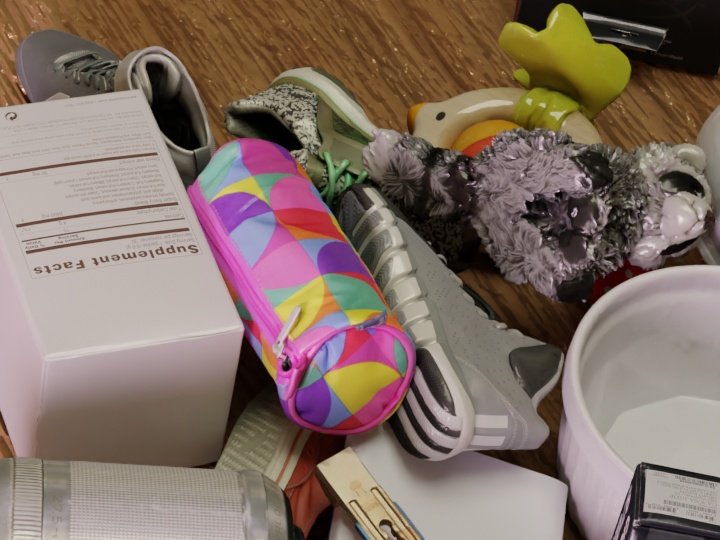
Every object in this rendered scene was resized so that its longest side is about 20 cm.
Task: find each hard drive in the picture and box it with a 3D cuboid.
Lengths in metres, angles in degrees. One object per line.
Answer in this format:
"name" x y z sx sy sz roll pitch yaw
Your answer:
"hard drive" 0.042 0.185 1.561 0.132 0.025 0.200 19 51 -12

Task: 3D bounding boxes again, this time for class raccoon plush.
"raccoon plush" 0.119 -0.061 1.705 0.200 0.097 0.134 35 30 27

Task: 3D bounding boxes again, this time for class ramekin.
"ramekin" 0.207 0.103 1.650 0.200 0.105 0.200 6 45 -6

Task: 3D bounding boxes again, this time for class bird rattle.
"bird rattle" 0.112 -0.058 1.819 0.163 0.113 0.200 -9 61 -4

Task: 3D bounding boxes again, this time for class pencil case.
"pencil case" -0.038 0.008 1.613 0.088 0.088 0.200 -9 38 -20

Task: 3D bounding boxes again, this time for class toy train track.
"toy train track" 0.041 0.181 1.526 0.115 0.033 0.200 -29 65 -21

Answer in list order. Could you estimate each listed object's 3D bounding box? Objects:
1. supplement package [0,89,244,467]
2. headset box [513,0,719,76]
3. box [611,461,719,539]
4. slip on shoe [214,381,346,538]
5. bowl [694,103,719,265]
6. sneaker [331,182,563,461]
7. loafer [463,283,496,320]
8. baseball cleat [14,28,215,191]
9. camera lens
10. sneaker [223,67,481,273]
"supplement package" -0.158 0.010 1.651 0.120 0.121 0.200 -9 50 -20
"headset box" 0.191 -0.226 1.984 0.149 0.075 0.200 11 45 0
"box" 0.199 0.195 1.494 0.159 0.200 0.046 12 43 -2
"slip on shoe" -0.034 0.105 1.634 0.074 0.061 0.200 -21 22 31
"bowl" 0.266 -0.024 1.768 0.201 0.090 0.201 45 19 -20
"sneaker" 0.054 0.034 1.649 0.115 0.075 0.200 6 44 -31
"loafer" 0.000 0.000 1.730 0.200 0.070 0.068 31 48 18
"baseball cleat" -0.148 -0.115 1.780 0.070 0.106 0.200 -29 53 -30
"camera lens" -0.132 0.179 1.467 0.200 0.160 0.160 4 46 -8
"sneaker" -0.011 -0.055 1.767 0.200 0.077 0.089 35 30 31
